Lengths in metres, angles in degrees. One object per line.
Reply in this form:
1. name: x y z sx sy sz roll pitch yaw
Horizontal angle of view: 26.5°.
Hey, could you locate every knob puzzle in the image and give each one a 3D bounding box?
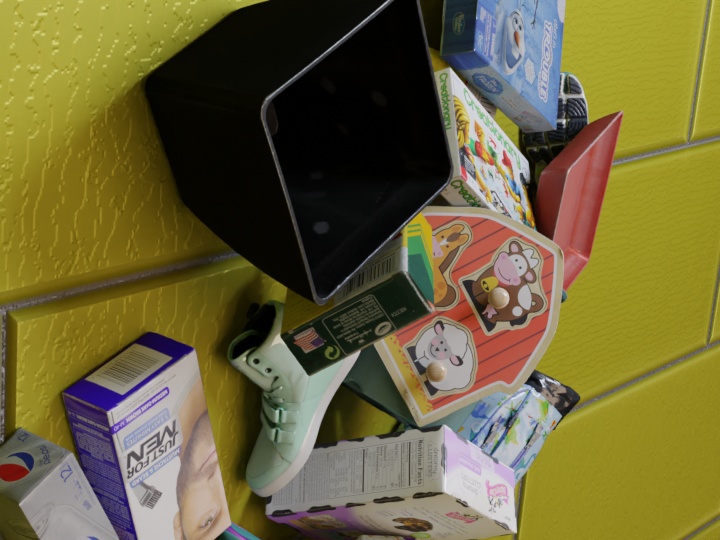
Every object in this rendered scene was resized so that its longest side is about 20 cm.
1. knob puzzle: 0.101 0.027 1.445 0.030 0.220 0.220 16 91 -83

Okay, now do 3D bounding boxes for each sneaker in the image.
1. sneaker: -0.092 0.117 1.457 0.118 0.074 0.201 19 104 -30
2. sneaker: 0.234 -0.145 1.780 0.080 0.077 0.200 -63 152 -51

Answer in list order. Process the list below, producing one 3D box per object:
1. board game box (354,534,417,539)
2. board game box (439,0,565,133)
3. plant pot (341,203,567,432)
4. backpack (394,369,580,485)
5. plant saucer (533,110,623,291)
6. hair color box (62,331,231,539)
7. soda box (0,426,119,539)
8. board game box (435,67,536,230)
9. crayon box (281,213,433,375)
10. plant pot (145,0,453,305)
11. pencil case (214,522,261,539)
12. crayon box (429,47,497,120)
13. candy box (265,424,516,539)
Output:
1. board game box: -0.021 0.361 1.523 0.200 0.105 0.103 -39 152 22
2. board game box: 0.152 -0.272 1.575 0.199 0.043 0.200 31 60 -55
3. plant pot: 0.074 0.058 1.548 0.196 0.200 0.200 -58 142 -7
4. backpack: 0.120 0.184 1.693 0.154 0.163 0.200 29 88 -45
5. plant saucer: 0.226 -0.061 1.681 0.200 0.037 0.200 -44 148 -54
6. hair color box: -0.185 0.169 1.347 0.109 0.065 0.200 -37 133 -39
7. soda box: -0.249 0.228 1.282 0.063 0.068 0.200 -46 137 -31
8. board game box: 0.123 -0.098 1.529 0.200 0.035 0.126 41 39 -52
9. crayon box: 0.000 0.000 1.372 0.051 0.127 0.200 55 18 -23
10. plant pot: -0.063 -0.123 1.289 0.200 0.177 0.200 -44 137 -34
11. pencil case: -0.144 0.339 1.452 0.092 0.085 0.200 175 -63 -80
12. crayon box: 0.062 -0.160 1.545 0.200 0.051 0.127 11 95 -55
13. candy box: 0.034 0.224 1.534 0.168 0.200 0.072 38 46 -52
